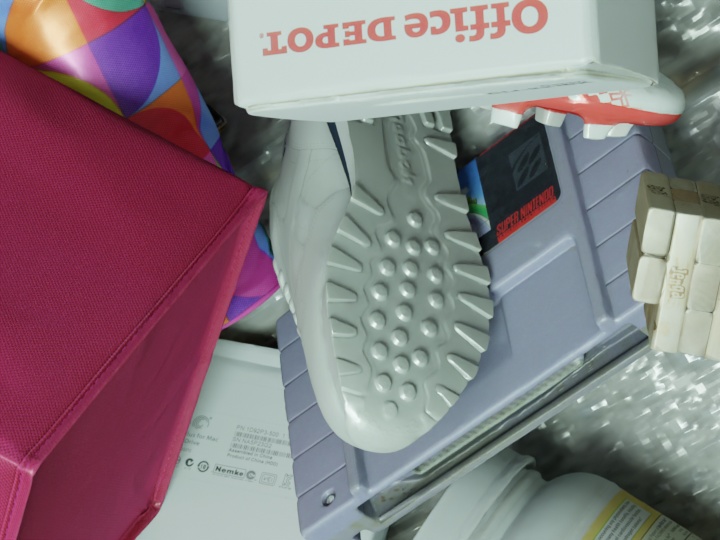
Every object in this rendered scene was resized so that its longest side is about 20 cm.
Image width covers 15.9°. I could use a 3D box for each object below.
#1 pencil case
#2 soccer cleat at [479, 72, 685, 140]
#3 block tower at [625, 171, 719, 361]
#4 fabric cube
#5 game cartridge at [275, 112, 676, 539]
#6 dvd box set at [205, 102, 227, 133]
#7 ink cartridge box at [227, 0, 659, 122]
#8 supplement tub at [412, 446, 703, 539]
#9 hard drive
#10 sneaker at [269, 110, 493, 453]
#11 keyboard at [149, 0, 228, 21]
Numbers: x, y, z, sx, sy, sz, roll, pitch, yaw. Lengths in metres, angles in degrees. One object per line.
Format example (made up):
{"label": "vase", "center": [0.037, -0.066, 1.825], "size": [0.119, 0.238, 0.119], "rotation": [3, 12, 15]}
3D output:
{"label": "pencil case", "center": [-0.102, -0.067, 1.083], "size": [0.088, 0.088, 0.201], "rotation": [-13, 111, 27]}
{"label": "soccer cleat", "center": [0.041, -0.113, 1.023], "size": [0.199, 0.069, 0.086], "rotation": [23, 102, 21]}
{"label": "block tower", "center": [0.197, 0.010, 0.940], "size": [0.199, 0.058, 0.054], "rotation": [10, 108, 1]}
{"label": "fabric cube", "center": [-0.184, 0.041, 1.014], "size": [0.199, 0.196, 0.201], "rotation": [27, 129, 7]}
{"label": "game cartridge", "center": [0.047, 0.016, 1.059], "size": [0.200, 0.130, 0.038], "rotation": [-36, 134, 25]}
{"label": "dvd box set", "center": [-0.168, -0.035, 1.189], "size": [0.146, 0.029, 0.200], "rotation": [39, 117, 7]}
{"label": "ink cartridge box", "center": [0.027, -0.160, 0.951], "size": [0.143, 0.084, 0.201], "rotation": [-4, 86, 25]}
{"label": "supplement tub", "center": [0.108, 0.175, 1.070], "size": [0.199, 0.145, 0.146], "rotation": [32, 117, 12]}
{"label": "hard drive", "center": [-0.059, 0.129, 1.122], "size": [0.131, 0.026, 0.201], "rotation": [9, 66, 21]}
{"label": "sneaker", "center": [0.000, 0.000, 1.052], "size": [0.076, 0.201, 0.081], "rotation": [24, 132, -24]}
{"label": "keyboard", "center": [-0.004, -0.123, 1.097], "size": [0.199, 0.011, 0.057], "rotation": [11, 118, 20]}
